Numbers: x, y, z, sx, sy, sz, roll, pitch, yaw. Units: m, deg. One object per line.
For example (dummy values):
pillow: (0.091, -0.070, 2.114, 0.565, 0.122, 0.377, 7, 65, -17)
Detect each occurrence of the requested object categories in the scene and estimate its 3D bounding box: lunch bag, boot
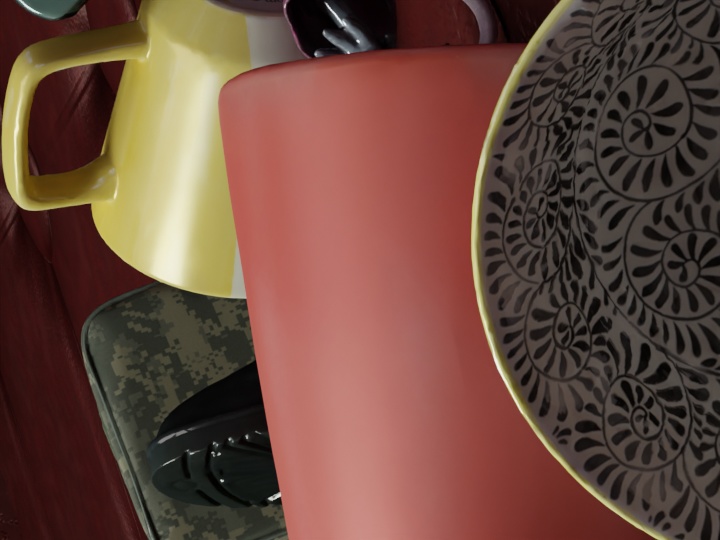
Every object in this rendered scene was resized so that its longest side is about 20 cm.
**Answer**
lunch bag: (-0.084, 0.115, 1.338, 0.168, 0.139, 0.200, 77, 170, -68)
boot: (-0.001, 0.000, 0.871, 0.073, 0.198, 0.163, 56, -160, -60)

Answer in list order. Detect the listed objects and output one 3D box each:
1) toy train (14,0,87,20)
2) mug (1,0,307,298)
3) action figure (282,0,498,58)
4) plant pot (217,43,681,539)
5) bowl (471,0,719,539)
toy train: (-0.133, -0.185, 1.071, 0.085, 0.114, 0.200, 44, -174, -8)
mug: (-0.072, -0.082, 1.081, 0.149, 0.186, 0.153, 30, 132, 23)
action figure: (-0.005, -0.181, 0.966, 0.149, 0.134, 0.200, 35, -163, -31)
plant pot: (0.048, 0.025, 0.716, 0.200, 0.200, 0.178, 171, 100, -71)
bowl: (0.134, -0.021, 0.589, 0.094, 0.200, 0.201, -67, -32, -70)
